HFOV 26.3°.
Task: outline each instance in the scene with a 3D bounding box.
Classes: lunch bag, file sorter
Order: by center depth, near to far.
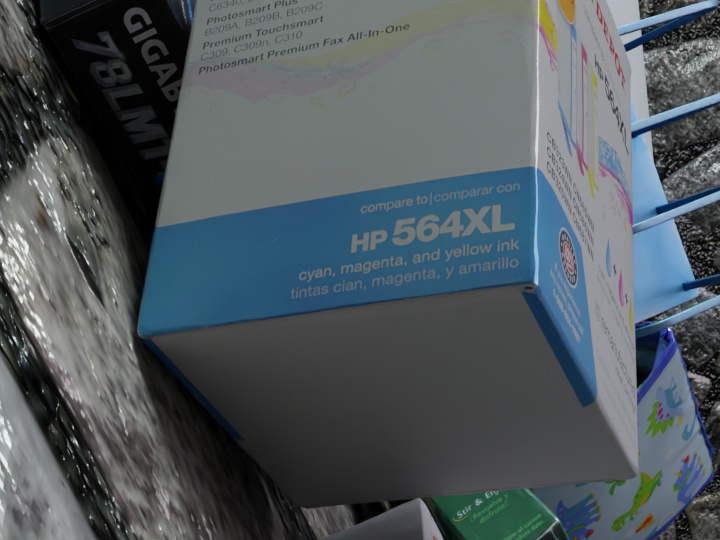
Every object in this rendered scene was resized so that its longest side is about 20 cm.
[{"bbox_3d":[0.126,-0.067,0.806,0.123,0.138,0.201,-20,-90,60],"label":"file sorter"},{"bbox_3d":[0.125,0.126,0.991,0.170,0.199,0.128,60,5,-50],"label":"lunch bag"}]

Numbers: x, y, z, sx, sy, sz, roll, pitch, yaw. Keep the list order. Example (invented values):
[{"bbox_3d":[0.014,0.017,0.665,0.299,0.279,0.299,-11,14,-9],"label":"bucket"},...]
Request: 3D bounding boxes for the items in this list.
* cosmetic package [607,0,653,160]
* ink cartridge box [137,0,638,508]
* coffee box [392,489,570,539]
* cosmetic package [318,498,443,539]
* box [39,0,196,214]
[{"bbox_3d":[0.071,-0.089,0.980,0.123,0.199,0.201,6,78,-56],"label":"cosmetic package"},{"bbox_3d":[0.020,-0.040,0.527,0.129,0.125,0.201,55,34,-51],"label":"ink cartridge box"},{"bbox_3d":[0.056,0.128,0.791,0.200,0.044,0.123,43,-14,55],"label":"coffee box"},{"bbox_3d":[0.043,0.187,0.539,0.083,0.050,0.201,-99,164,-81],"label":"cosmetic package"},{"bbox_3d":[-0.071,-0.076,0.643,0.200,0.049,0.199,-109,173,-52],"label":"box"}]
